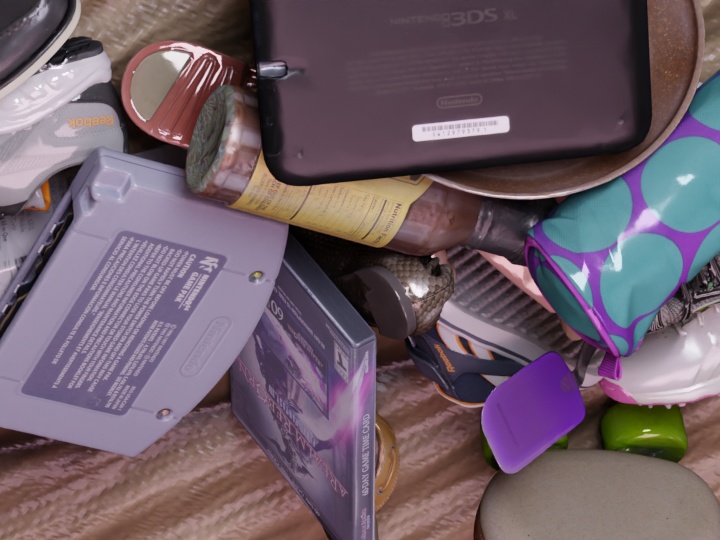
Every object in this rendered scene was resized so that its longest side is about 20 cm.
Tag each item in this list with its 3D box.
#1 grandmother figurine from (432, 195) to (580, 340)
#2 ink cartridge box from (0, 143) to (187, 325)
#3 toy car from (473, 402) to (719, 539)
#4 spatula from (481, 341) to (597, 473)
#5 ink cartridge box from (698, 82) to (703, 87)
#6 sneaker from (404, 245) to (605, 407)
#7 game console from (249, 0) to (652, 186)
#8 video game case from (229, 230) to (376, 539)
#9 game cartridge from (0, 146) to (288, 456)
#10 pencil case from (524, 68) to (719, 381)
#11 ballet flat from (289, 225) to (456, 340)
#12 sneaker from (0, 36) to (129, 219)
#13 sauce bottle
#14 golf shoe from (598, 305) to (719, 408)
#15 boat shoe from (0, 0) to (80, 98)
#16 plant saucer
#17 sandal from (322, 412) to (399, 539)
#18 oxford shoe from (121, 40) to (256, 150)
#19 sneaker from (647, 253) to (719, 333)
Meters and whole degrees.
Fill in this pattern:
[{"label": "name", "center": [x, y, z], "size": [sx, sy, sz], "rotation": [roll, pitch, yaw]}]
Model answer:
[{"label": "grandmother figurine", "center": [0.068, -0.050, 1.692], "size": [0.200, 0.122, 0.060], "rotation": [34, 162, -24]}, {"label": "ink cartridge box", "center": [-0.177, 0.011, 1.710], "size": [0.199, 0.067, 0.116], "rotation": [-16, 135, 4]}, {"label": "toy car", "center": [0.135, 0.200, 1.904], "size": [0.157, 0.165, 0.200], "rotation": [1, 145, -13]}, {"label": "spatula", "center": [0.143, 0.038, 1.759], "size": [0.200, 0.020, 0.057], "rotation": [-45, 124, -27]}, {"label": "ink cartridge box", "center": [0.225, -0.071, 1.684], "size": [0.199, 0.109, 0.051], "rotation": [13, 95, -23]}, {"label": "sneaker", "center": [0.053, 0.027, 1.766], "size": [0.200, 0.079, 0.079], "rotation": [35, 128, -29]}, {"label": "game console", "center": [0.038, -0.148, 1.524], "size": [0.199, 0.116, 0.177], "rotation": [-6, 107, -5]}, {"label": "video game case", "center": [-0.035, 0.061, 1.729], "size": [0.019, 0.143, 0.201], "rotation": [-25, 142, -22]}, {"label": "game cartridge", "center": [-0.126, 0.021, 1.657], "size": [0.132, 0.041, 0.200], "rotation": [18, 129, -24]}, {"label": "pencil case", "center": [0.180, -0.040, 1.566], "size": [0.200, 0.085, 0.093], "rotation": [-38, 109, -10]}, {"label": "ballet flat", "center": [0.000, 0.000, 1.671], "size": [0.046, 0.200, 0.068], "rotation": [-28, 106, -19]}, {"label": "sneaker", "center": [-0.218, -0.054, 1.619], "size": [0.199, 0.074, 0.080], "rotation": [-21, 104, 10]}, {"label": "sauce bottle", "center": [0.009, -0.045, 1.568], "size": [0.199, 0.065, 0.065], "rotation": [15, 129, -23]}, {"label": "golf shoe", "center": [0.231, 0.016, 1.805], "size": [0.199, 0.075, 0.092], "rotation": [-21, 124, 0]}, {"label": "boat shoe", "center": [-0.245, -0.114, 1.572], "size": [0.200, 0.074, 0.063], "rotation": [-20, 137, 9]}, {"label": "plant saucer", "center": [0.079, -0.120, 1.562], "size": [0.199, 0.201, 0.037], "rotation": [-6, 154, -6]}, {"label": "sandal", "center": [-0.002, 0.120, 1.848], "size": [0.054, 0.080, 0.201], "rotation": [-24, 137, -10]}, {"label": "oxford shoe", "center": [-0.036, -0.074, 1.628], "size": [0.199, 0.074, 0.071], "rotation": [26, 90, -8]}, {"label": "sneaker", "center": [0.189, -0.013, 1.680], "size": [0.085, 0.200, 0.079], "rotation": [1, 107, 26]}]
